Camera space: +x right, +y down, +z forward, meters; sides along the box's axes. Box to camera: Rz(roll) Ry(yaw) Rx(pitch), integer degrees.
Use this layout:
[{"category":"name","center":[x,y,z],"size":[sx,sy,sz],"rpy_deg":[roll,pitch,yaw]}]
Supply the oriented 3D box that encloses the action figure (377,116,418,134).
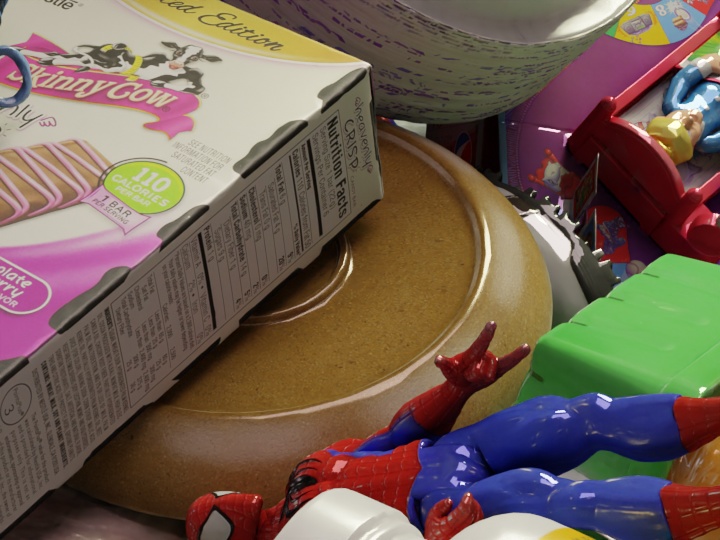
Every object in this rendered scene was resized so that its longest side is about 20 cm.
[{"category":"action figure","center":[0.000,-0.061,1.163],"size":[0.051,0.066,0.200],"rpy_deg":[-11,29,-12]}]

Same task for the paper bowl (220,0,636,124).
[{"category":"paper bowl","center":[0.025,-0.163,1.035],"size":[0.200,0.104,0.201],"rpy_deg":[17,54,-25]}]

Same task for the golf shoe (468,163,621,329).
[{"category":"golf shoe","center":[0.000,0.000,1.039],"size":[0.199,0.078,0.094],"rpy_deg":[24,44,26]}]

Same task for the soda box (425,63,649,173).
[{"category":"soda box","center":[0.129,-0.047,1.173],"size":[0.199,0.064,0.070],"rpy_deg":[5,-3,-19]}]

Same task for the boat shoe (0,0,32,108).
[{"category":"boat shoe","center":[-0.150,-0.053,0.873],"size":[0.084,0.069,0.200],"rpy_deg":[-4,45,25]}]

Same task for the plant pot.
[{"category":"plant pot","center":[-0.035,0.004,0.957],"size":[0.199,0.028,0.200],"rpy_deg":[-2,42,2]}]

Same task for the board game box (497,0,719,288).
[{"category":"board game box","center":[0.133,-0.053,1.102],"size":[0.157,0.039,0.201],"rpy_deg":[8,63,-17]}]

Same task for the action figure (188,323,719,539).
[{"category":"action figure","center":[0.034,0.059,0.822],"size":[0.199,0.052,0.066],"rpy_deg":[-16,47,30]}]

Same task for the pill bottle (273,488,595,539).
[{"category":"pill bottle","center":[0.065,0.128,0.726],"size":[0.199,0.105,0.104],"rpy_deg":[24,26,23]}]

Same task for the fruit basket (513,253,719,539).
[{"category":"fruit basket","center":[0.147,0.082,0.918],"size":[0.200,0.094,0.185],"rpy_deg":[34,30,16]}]

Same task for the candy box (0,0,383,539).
[{"category":"candy box","center":[-0.105,-0.015,0.918],"size":[0.136,0.061,0.200],"rpy_deg":[24,49,30]}]
